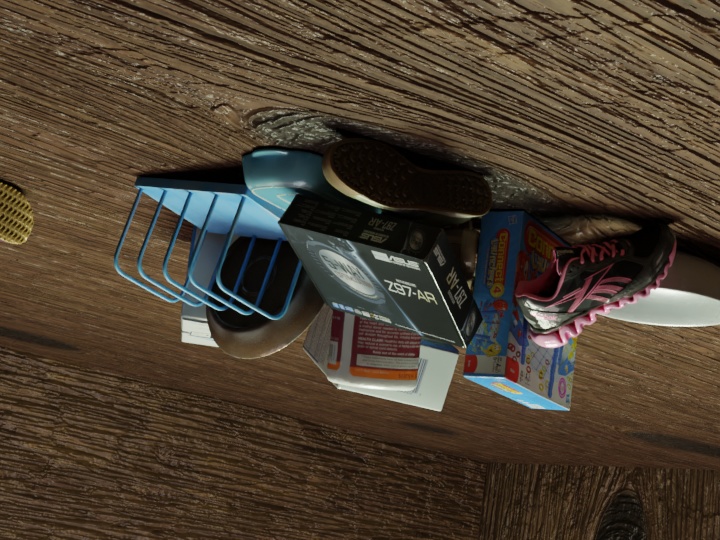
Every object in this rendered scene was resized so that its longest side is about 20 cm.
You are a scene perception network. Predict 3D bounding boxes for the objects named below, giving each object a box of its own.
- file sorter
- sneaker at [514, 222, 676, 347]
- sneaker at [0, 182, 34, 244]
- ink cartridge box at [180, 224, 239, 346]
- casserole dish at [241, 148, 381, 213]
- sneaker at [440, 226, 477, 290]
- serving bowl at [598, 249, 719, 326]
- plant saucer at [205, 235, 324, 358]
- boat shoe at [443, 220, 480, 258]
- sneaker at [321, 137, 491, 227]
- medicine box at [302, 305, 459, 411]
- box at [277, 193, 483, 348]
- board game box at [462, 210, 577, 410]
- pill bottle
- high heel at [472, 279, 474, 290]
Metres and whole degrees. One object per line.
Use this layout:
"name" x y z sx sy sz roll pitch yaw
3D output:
"file sorter" -0.182 -0.025 1.594 0.198 0.124 0.138 8 161 40
"sneaker" 0.259 0.001 1.471 0.096 0.199 0.079 50 -169 -27
"sneaker" -0.525 -0.095 1.747 0.089 0.076 0.200 9 163 38
"ink cartridge box" -0.200 0.018 1.816 0.085 0.149 0.200 8 168 -4
"casserole dish" -0.053 -0.089 1.506 0.120 0.039 0.199 0 165 35
"sneaker" 0.093 0.004 1.511 0.074 0.071 0.201 7 152 4
"serving bowl" 0.362 0.014 1.601 0.197 0.067 0.200 9 167 2
"plant saucer" -0.120 0.013 1.642 0.198 0.202 0.032 -2 151 38
"boat shoe" 0.097 -0.048 1.538 0.071 0.073 0.200 -20 150 24
"sneaker" 0.036 -0.083 1.400 0.198 0.068 0.090 12 162 -26
"medicine box" 0.029 0.125 2.069 0.180 0.104 0.200 14 -169 -23
"box" 0.023 0.000 1.444 0.198 0.044 0.161 16 150 33
"board game box" 0.201 0.052 1.581 0.055 0.199 0.199 0 165 32
"pill bottle" 0.023 0.040 1.605 0.112 0.203 0.114 6 180 0
"high heel" 0.181 0.057 1.742 0.141 0.072 0.200 26 -163 3
